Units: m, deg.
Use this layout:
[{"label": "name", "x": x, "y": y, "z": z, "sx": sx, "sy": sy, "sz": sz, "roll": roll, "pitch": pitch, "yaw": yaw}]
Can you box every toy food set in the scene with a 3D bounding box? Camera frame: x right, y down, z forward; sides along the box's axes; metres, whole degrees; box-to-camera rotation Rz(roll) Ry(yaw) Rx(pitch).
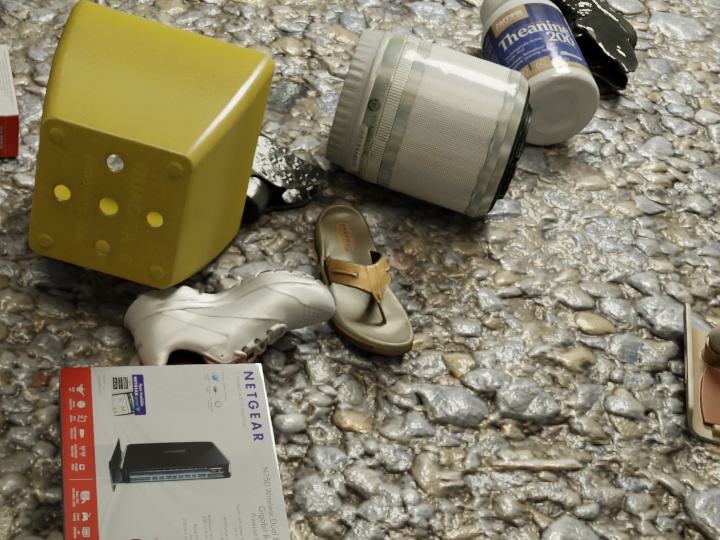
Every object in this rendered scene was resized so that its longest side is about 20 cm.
[{"label": "toy food set", "x": 0.419, "y": 0.115, "z": 1.208, "sx": 0.196, "sy": 0.061, "sz": 0.145, "roll": 15, "pitch": 46, "yaw": -2}]

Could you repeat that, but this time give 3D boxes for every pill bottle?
[{"label": "pill bottle", "x": 0.209, "y": -0.259, "z": 1.453, "sx": 0.109, "sy": 0.112, "sz": 0.202, "roll": -1, "pitch": 48, "yaw": -17}]

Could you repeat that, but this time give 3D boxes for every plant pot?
[{"label": "plant pot", "x": -0.206, "y": -0.099, "z": 1.094, "sx": 0.197, "sy": 0.203, "sz": 0.177, "roll": 16, "pitch": 31, "yaw": -1}]

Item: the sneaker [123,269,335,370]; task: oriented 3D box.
[{"label": "sneaker", "x": -0.115, "y": 0.057, "z": 1.103, "sx": 0.196, "sy": 0.075, "sz": 0.088, "roll": -11, "pitch": 57, "yaw": -14}]

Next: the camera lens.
[{"label": "camera lens", "x": 0.076, "y": -0.158, "z": 1.287, "sx": 0.197, "sy": 0.161, "sz": 0.161, "roll": 18, "pitch": 45, "yaw": 1}]

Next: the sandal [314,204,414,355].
[{"label": "sandal", "x": 0.000, "y": 0.000, "z": 1.193, "sx": 0.079, "sy": 0.054, "sz": 0.202, "roll": -3, "pitch": 49, "yaw": -19}]

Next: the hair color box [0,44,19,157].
[{"label": "hair color box", "x": -0.451, "y": -0.168, "z": 1.207, "sx": 0.196, "sy": 0.064, "sz": 0.112, "roll": -4, "pitch": 51, "yaw": -22}]

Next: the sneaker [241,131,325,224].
[{"label": "sneaker", "x": -0.142, "y": -0.115, "z": 1.257, "sx": 0.198, "sy": 0.060, "sz": 0.105, "roll": 29, "pitch": 48, "yaw": 3}]

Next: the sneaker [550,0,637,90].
[{"label": "sneaker", "x": 0.285, "y": -0.315, "z": 1.553, "sx": 0.199, "sy": 0.060, "sz": 0.104, "roll": 40, "pitch": 45, "yaw": 16}]

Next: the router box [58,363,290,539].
[{"label": "router box", "x": -0.158, "y": 0.172, "z": 0.991, "sx": 0.176, "sy": 0.049, "sz": 0.202, "roll": 0, "pitch": 49, "yaw": -17}]
